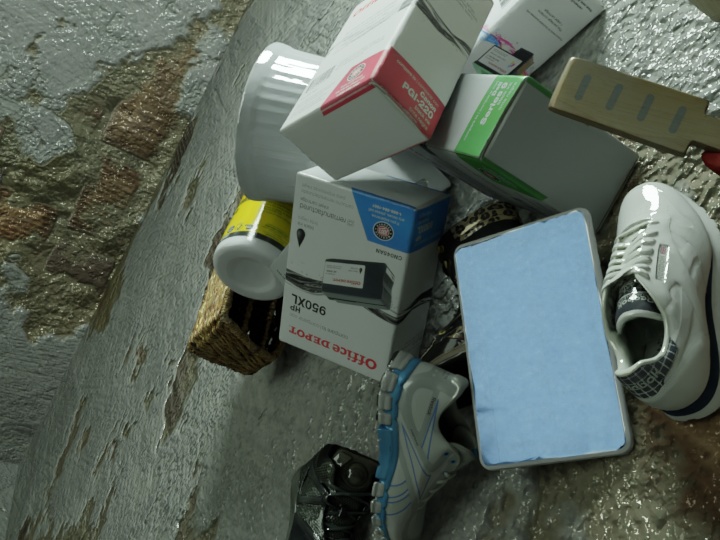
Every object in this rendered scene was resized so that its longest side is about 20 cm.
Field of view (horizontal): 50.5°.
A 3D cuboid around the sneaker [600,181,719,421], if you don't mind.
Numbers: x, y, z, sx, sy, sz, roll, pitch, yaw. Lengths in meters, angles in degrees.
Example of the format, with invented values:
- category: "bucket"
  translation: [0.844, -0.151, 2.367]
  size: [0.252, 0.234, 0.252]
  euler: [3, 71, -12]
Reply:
- category: "sneaker"
  translation: [0.215, 0.006, 0.558]
  size: [0.076, 0.080, 0.200]
  euler: [-41, 33, 45]

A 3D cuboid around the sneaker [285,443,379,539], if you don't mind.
- category: "sneaker"
  translation: [-0.028, 0.266, 0.808]
  size: [0.114, 0.076, 0.199]
  euler: [-57, 21, 33]

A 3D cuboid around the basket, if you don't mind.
- category: "basket"
  translation: [-0.154, 0.043, 1.161]
  size: [0.149, 0.143, 0.200]
  euler: [-40, 30, 48]

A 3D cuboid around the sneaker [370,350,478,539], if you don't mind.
- category: "sneaker"
  translation: [0.061, 0.174, 0.688]
  size: [0.075, 0.087, 0.200]
  euler: [-41, -44, -57]

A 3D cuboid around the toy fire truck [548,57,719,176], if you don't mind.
- category: "toy fire truck"
  translation: [0.238, -0.110, 0.469]
  size: [0.129, 0.200, 0.176]
  euler: [-11, 59, 60]

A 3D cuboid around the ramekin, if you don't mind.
- category: "ramekin"
  translation: [-0.074, -0.177, 0.962]
  size: [0.200, 0.098, 0.201]
  euler: [13, -90, -80]

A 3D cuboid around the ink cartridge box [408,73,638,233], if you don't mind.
- category: "ink cartridge box"
  translation: [0.137, -0.121, 0.736]
  size: [0.084, 0.146, 0.200]
  euler: [-62, 26, 4]

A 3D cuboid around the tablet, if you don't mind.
- category: "tablet"
  translation: [0.145, 0.057, 0.631]
  size: [0.130, 0.014, 0.200]
  euler: [-18, 68, 34]

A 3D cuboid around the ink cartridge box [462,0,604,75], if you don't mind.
- category: "ink cartridge box"
  translation: [0.164, -0.292, 0.890]
  size: [0.200, 0.084, 0.145]
  euler: [-40, 36, 35]

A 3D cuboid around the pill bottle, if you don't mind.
- category: "pill bottle"
  translation: [-0.121, -0.065, 1.071]
  size: [0.112, 0.112, 0.200]
  euler: [-39, 24, 44]

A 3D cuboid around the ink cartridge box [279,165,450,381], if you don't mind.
- category: "ink cartridge box"
  translation: [0.000, 0.000, 0.822]
  size: [0.145, 0.084, 0.200]
  euler: [20, 115, 25]

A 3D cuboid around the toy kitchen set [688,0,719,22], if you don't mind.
- category: "toy kitchen set"
  translation: [0.309, -0.337, 0.571]
  size: [0.180, 0.163, 0.200]
  euler: [-4, 65, 62]

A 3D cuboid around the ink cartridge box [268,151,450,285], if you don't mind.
- category: "ink cartridge box"
  translation: [0.001, -0.055, 0.946]
  size: [0.200, 0.088, 0.145]
  euler: [-44, -5, 35]

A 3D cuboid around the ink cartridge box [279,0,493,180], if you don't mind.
- category: "ink cartridge box"
  translation: [0.028, -0.201, 0.748]
  size: [0.146, 0.085, 0.200]
  euler: [-15, 43, 49]

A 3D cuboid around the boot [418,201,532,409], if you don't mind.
- category: "boot"
  translation: [0.106, 0.035, 0.749]
  size: [0.200, 0.073, 0.151]
  euler: [-48, 32, 26]
